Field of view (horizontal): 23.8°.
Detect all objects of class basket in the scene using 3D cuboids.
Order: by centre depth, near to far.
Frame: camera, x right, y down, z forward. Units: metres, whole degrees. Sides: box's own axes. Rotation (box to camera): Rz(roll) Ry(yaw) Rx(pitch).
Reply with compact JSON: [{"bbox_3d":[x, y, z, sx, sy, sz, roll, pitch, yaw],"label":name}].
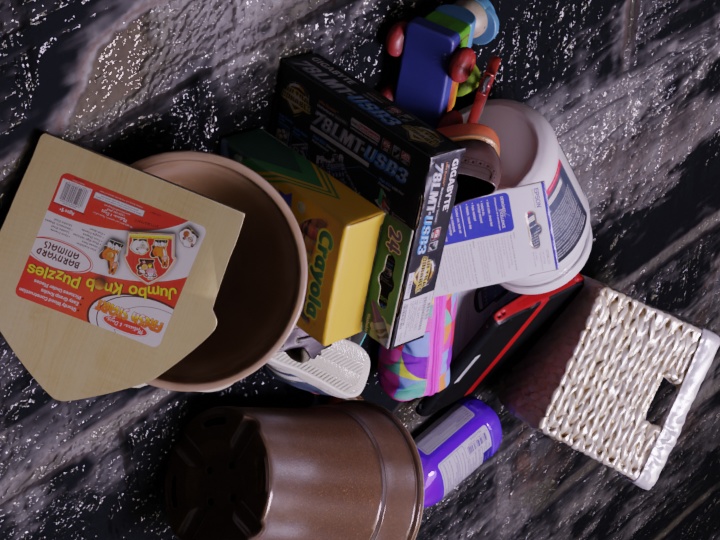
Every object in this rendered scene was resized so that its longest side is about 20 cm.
[{"bbox_3d":[0.286,0.121,1.995,0.161,0.200,0.198,24,92,-12],"label":"basket"}]

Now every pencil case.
[{"bbox_3d":[0.062,0.047,1.810,0.088,0.088,0.200,-30,140,-33],"label":"pencil case"}]

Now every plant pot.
[{"bbox_3d":[-0.145,-0.004,1.455,0.201,0.201,0.093,-58,-174,5],"label":"plant pot"},{"bbox_3d":[-0.076,0.218,1.704,0.198,0.200,0.200,13,108,-46],"label":"plant pot"}]

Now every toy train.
[{"bbox_3d":[0.076,-0.166,1.658,0.116,0.085,0.200,-44,152,-45],"label":"toy train"}]

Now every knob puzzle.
[{"bbox_3d":[-0.211,0.011,1.389,0.219,0.030,0.220,-2,102,-9],"label":"knob puzzle"}]

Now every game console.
[{"bbox_3d":[0.159,0.078,1.941,0.177,0.031,0.200,-23,157,-42],"label":"game console"}]

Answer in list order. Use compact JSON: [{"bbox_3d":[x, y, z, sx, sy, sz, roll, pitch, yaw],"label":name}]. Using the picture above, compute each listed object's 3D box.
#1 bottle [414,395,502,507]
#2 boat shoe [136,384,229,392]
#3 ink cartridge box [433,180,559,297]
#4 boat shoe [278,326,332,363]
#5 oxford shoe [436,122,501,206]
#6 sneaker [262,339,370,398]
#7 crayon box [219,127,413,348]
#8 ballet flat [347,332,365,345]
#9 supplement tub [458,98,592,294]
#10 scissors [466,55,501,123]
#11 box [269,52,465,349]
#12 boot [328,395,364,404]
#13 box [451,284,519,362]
[{"bbox_3d":[0.080,0.233,2.009,0.200,0.065,0.084,-38,145,-24],"label":"bottle"},{"bbox_3d":[-0.175,0.067,1.545,0.200,0.071,0.063,6,111,-49],"label":"boat shoe"},{"bbox_3d":[0.086,-0.027,1.653,0.200,0.037,0.095,-11,111,2],"label":"ink cartridge box"},{"bbox_3d":[-0.058,0.053,1.584,0.200,0.072,0.065,-6,95,-36],"label":"boat shoe"},{"bbox_3d":[0.034,-0.079,1.596,0.200,0.073,0.071,-17,136,14],"label":"oxford shoe"},{"bbox_3d":[-0.084,0.067,1.661,0.200,0.084,0.075,40,63,-34],"label":"sneaker"},{"bbox_3d":[-0.050,-0.024,1.498,0.052,0.200,0.126,-21,133,-41],"label":"crayon box"},{"bbox_3d":[0.000,0.000,1.710,0.068,0.068,0.200,7,113,-40],"label":"ballet flat"},{"bbox_3d":[0.158,-0.073,1.773,0.140,0.140,0.200,-50,146,-9],"label":"supplement tub"},{"bbox_3d":[0.119,-0.182,1.608,0.200,0.014,0.073,77,36,-83],"label":"scissors"},{"bbox_3d":[-0.007,-0.063,1.519,0.050,0.200,0.199,-18,131,-41],"label":"box"},{"bbox_3d":[-0.012,0.208,1.872,0.107,0.075,0.200,-30,135,-9],"label":"boot"},{"bbox_3d":[0.149,0.014,1.932,0.200,0.041,0.119,-34,141,-34],"label":"box"}]
